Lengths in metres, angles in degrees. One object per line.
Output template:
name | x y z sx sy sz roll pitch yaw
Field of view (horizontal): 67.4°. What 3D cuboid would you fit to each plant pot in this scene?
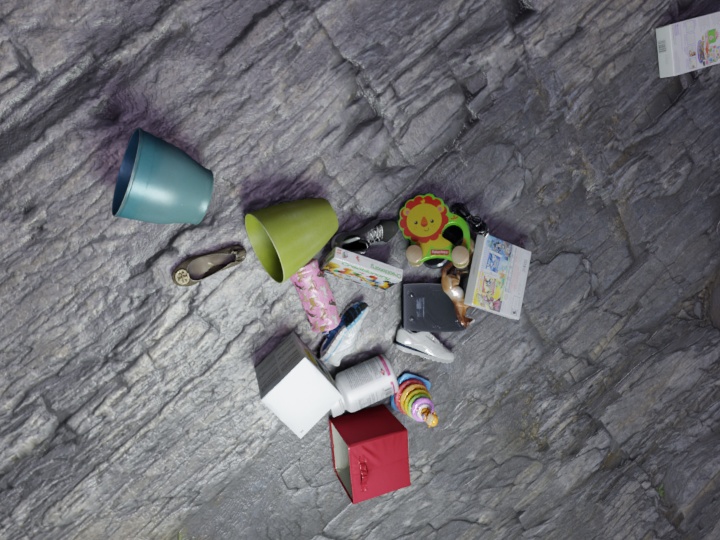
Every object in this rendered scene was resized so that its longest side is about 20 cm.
plant pot | -0.447 -0.197 1.245 0.185 0.199 0.204 15 97 -33
plant pot | -0.160 -0.098 1.360 0.198 0.186 0.191 -30 108 -24

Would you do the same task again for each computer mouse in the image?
computer mouse | 0.256 -0.079 1.515 0.200 0.139 0.053 -46 145 3

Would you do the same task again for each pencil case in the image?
pencil case | -0.123 0.067 1.440 0.086 0.081 0.204 -41 115 -50

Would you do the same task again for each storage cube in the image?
storage cube | 0.026 0.507 1.510 0.176 0.199 0.175 -9 103 -20

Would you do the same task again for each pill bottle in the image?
pill bottle | -0.003 0.323 1.506 0.196 0.113 0.116 -21 106 -11

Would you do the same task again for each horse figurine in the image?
horse figurine | 0.283 0.052 1.533 0.131 0.050 0.203 -27 87 -31

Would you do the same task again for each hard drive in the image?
hard drive | 0.204 0.108 1.541 0.195 0.042 0.139 3 81 -21

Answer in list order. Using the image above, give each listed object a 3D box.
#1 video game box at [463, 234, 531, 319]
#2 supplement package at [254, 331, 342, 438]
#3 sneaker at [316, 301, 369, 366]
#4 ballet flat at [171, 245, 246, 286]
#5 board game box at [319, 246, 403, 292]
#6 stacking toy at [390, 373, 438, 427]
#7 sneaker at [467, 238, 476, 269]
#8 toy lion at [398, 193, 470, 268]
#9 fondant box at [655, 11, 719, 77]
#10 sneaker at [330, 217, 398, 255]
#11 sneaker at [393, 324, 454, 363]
video game box | 0.389 0.019 1.524 0.179 0.047 0.205 18 81 -29
supplement package | -0.166 0.291 1.406 0.150 0.200 0.152 -43 109 -4
sneaker | -0.034 0.178 1.500 0.086 0.075 0.201 37 94 -29
ballet flat | -0.381 -0.013 1.365 0.196 0.046 0.069 -21 105 -11
board game box | 0.000 0.000 1.438 0.196 0.126 0.035 18 67 -18
stacking toy | 0.168 0.384 1.522 0.108 0.200 0.118 21 96 -19
sneaker | 0.362 -0.029 1.575 0.089 0.067 0.203 -36 105 -20
toy lion | 0.199 -0.110 1.461 0.195 0.069 0.197 2 79 14
fondant box | 0.996 -0.680 1.630 0.196 0.058 0.148 -17 105 -11
sneaker | 0.025 -0.080 1.434 0.196 0.115 0.077 -21 106 -11
sneaker | 0.194 0.212 1.567 0.196 0.076 0.082 19 86 -20
